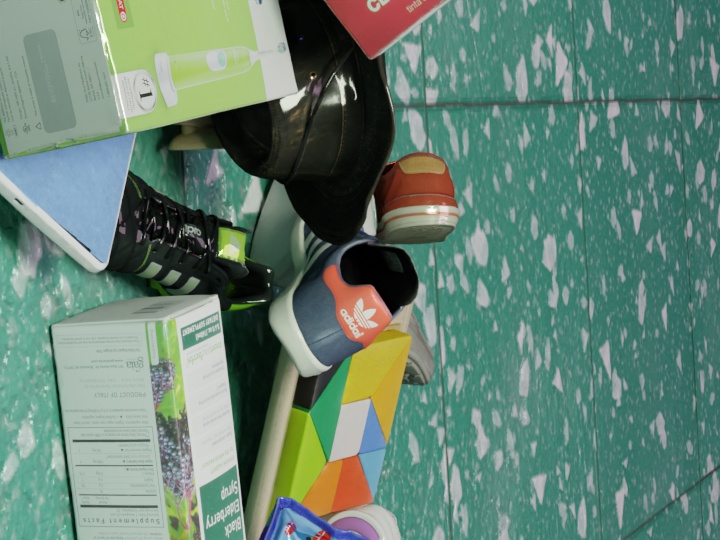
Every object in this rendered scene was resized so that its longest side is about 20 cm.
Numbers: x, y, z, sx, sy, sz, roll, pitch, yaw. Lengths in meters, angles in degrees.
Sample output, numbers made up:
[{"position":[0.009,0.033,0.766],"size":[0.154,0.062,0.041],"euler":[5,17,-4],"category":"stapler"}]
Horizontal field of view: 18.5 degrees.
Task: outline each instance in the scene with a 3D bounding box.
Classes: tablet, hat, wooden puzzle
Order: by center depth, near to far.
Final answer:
[{"position":[-0.165,-0.113,1.261],"size":[0.130,0.014,0.200],"euler":[48,42,-48],"category":"tablet"},{"position":[-0.050,-0.115,1.378],"size":[0.201,0.081,0.201],"euler":[177,-90,-67],"category":"hat"},{"position":[-0.017,0.108,1.579],"size":[0.200,0.037,0.185],"euler":[-12,117,-64],"category":"wooden puzzle"}]

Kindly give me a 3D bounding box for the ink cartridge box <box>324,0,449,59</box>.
[{"position":[-0.002,-0.243,1.294],"size":[0.200,0.083,0.146],"euler":[52,33,-4],"category":"ink cartridge box"}]

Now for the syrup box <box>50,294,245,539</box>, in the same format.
[{"position":[-0.124,0.121,1.330],"size":[0.079,0.081,0.200],"euler":[-24,109,-66],"category":"syrup box"}]

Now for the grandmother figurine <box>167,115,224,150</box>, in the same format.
[{"position":[-0.104,-0.180,1.443],"size":[0.121,0.060,0.200],"euler":[-140,-132,-84],"category":"grandmother figurine"}]

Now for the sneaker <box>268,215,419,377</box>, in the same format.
[{"position":[0.000,0.000,1.463],"size":[0.075,0.084,0.200],"euler":[57,19,-22],"category":"sneaker"}]

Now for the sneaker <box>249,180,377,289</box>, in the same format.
[{"position":[-0.016,-0.065,1.609],"size":[0.088,0.075,0.200],"euler":[33,63,-32],"category":"sneaker"}]

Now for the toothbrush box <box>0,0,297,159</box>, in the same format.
[{"position":[-0.128,-0.151,1.235],"size":[0.200,0.086,0.146],"euler":[-24,102,-61],"category":"toothbrush box"}]

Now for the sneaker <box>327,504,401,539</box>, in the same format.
[{"position":[-0.001,0.267,1.609],"size":[0.100,0.075,0.200],"euler":[-20,122,-74],"category":"sneaker"}]

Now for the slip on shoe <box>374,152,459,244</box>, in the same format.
[{"position":[0.034,-0.052,1.679],"size":[0.200,0.074,0.061],"euler":[148,-60,-80],"category":"slip on shoe"}]

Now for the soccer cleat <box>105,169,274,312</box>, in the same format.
[{"position":[-0.117,-0.022,1.360],"size":[0.200,0.081,0.068],"euler":[41,51,-62],"category":"soccer cleat"}]

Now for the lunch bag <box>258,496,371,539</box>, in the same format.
[{"position":[-0.062,0.275,1.419],"size":[0.151,0.094,0.200],"euler":[106,10,-49],"category":"lunch bag"}]

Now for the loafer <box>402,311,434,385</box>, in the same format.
[{"position":[0.012,0.029,1.703],"size":[0.200,0.070,0.070],"euler":[54,48,-55],"category":"loafer"}]
